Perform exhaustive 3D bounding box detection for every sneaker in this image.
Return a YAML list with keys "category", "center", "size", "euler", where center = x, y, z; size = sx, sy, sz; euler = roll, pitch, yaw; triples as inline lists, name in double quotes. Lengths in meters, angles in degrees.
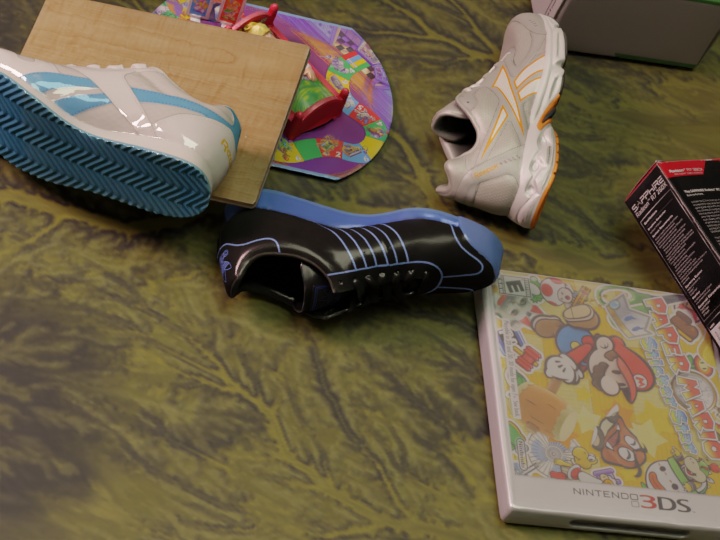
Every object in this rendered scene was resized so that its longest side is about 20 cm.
- category: "sneaker"
  center: [-0.179, -0.104, 1.374]
  size: [0.200, 0.077, 0.081]
  euler: [23, 48, 7]
- category: "sneaker"
  center: [0.000, 0.000, 1.399]
  size: [0.200, 0.070, 0.078]
  euler: [7, 50, -6]
- category: "sneaker"
  center: [0.102, -0.126, 1.532]
  size: [0.092, 0.076, 0.200]
  euler: [13, 50, -6]

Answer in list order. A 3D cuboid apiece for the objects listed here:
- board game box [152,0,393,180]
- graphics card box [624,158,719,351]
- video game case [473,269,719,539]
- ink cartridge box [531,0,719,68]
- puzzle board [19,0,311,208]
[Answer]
- category: "board game box"
  center: [-0.066, -0.150, 1.503]
  size: [0.200, 0.039, 0.158]
  euler: [12, 51, -12]
- category: "graphics card box"
  center: [0.295, 0.007, 1.502]
  size: [0.125, 0.051, 0.200]
  euler: [-5, 54, -41]
- category: "video game case"
  center: [0.175, 0.093, 1.422]
  size: [0.182, 0.023, 0.200]
  euler: [8, 52, -16]
- category: "ink cartridge box"
  center: [0.213, -0.275, 1.678]
  size: [0.146, 0.084, 0.200]
  euler: [6, 52, -17]
- category: "puzzle board"
  center: [-0.150, -0.120, 1.436]
  size: [0.200, 0.017, 0.151]
  euler: [12, 55, 8]
